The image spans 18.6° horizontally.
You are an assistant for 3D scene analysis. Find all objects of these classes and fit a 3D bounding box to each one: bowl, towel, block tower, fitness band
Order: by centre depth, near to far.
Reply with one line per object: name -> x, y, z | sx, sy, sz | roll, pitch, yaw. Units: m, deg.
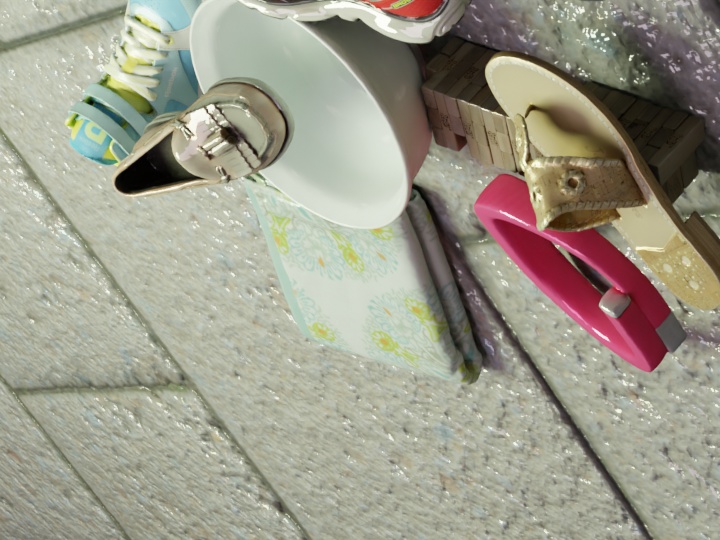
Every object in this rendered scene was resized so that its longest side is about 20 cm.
block tower -> 0.130, -0.092, 1.449 | 0.199, 0.054, 0.058 | 22, 146, 35
fitness band -> 0.148, 0.004, 1.501 | 0.143, 0.037, 0.200 | 36, 173, 33
bowl -> -0.018, -0.134, 1.539 | 0.201, 0.090, 0.201 | 34, 151, 22
towel -> 0.000, 0.000, 1.746 | 0.171, 0.048, 0.201 | 18, 143, 40

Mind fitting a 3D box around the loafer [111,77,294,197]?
loafer -> -0.116, -0.085, 1.577 | 0.072, 0.063, 0.200 | 54, 152, -13

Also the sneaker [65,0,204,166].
sneaker -> -0.169, -0.151, 1.671 | 0.079, 0.131, 0.200 | 33, 150, 20

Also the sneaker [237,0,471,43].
sneaker -> -0.018, -0.209, 1.405 | 0.199, 0.077, 0.085 | 13, 150, 32

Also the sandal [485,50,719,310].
sandal -> 0.142, -0.043, 1.370 | 0.212, 0.070, 0.078 | 45, 151, -3
